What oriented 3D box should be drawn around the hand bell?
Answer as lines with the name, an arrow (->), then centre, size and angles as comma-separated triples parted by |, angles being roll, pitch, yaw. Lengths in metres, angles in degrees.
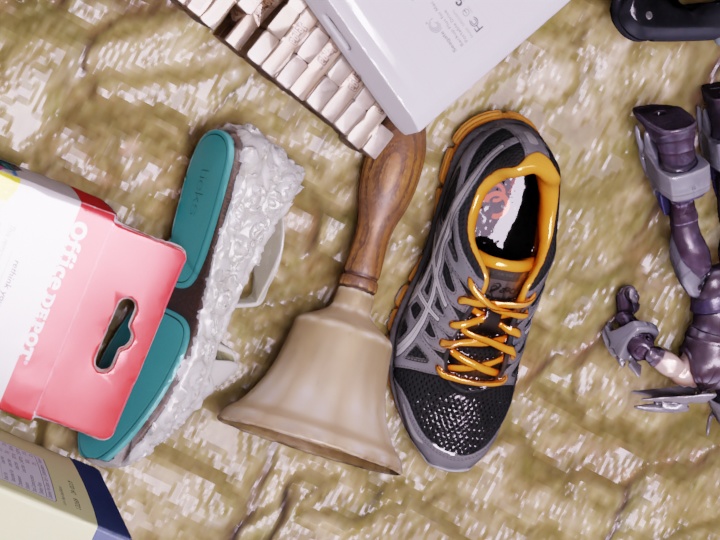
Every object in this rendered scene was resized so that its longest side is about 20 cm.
hand bell -> 0.000, 0.000, 1.278 | 0.104, 0.104, 0.201 | 19, 81, -16

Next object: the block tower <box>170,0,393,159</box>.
block tower -> -0.057, -0.142, 1.242 | 0.200, 0.054, 0.058 | 39, 90, -17

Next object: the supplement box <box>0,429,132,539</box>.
supplement box -> -0.248, 0.163, 1.144 | 0.199, 0.134, 0.200 | 25, 93, -16

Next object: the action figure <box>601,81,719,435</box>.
action figure -> 0.199, 0.001, 1.323 | 0.130, 0.069, 0.201 | -13, 106, -18

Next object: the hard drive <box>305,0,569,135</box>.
hard drive -> 0.058, -0.184, 1.246 | 0.200, 0.026, 0.132 | -42, 104, -22

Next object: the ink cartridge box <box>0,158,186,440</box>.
ink cartridge box -> -0.204, -0.001, 1.224 | 0.199, 0.067, 0.117 | 22, 94, -16

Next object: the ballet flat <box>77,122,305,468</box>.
ballet flat -> -0.082, 0.021, 1.260 | 0.072, 0.072, 0.201 | 23, 94, -16

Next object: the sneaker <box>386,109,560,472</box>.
sneaker -> 0.064, 0.014, 1.286 | 0.078, 0.077, 0.201 | 6, 99, -16

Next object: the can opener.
can opener -> 0.228, -0.155, 1.307 | 0.199, 0.079, 0.064 | -4, 106, -25
